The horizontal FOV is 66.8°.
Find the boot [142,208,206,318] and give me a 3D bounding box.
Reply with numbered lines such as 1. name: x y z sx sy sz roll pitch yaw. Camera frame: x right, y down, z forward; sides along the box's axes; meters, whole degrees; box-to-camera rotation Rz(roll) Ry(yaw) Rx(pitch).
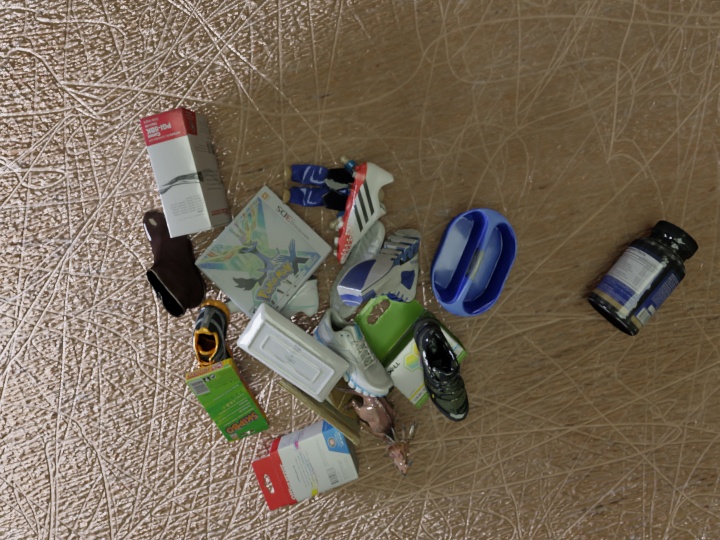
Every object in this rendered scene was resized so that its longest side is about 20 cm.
1. boot: -0.352 -0.019 0.995 0.071 0.167 0.204 -31 98 4

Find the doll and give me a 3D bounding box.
1. doll: -0.050 -0.149 1.040 0.192 0.049 0.142 4 101 -6

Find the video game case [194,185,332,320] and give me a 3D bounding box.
1. video game case: -0.180 -0.026 1.025 0.181 0.022 0.201 41 79 5

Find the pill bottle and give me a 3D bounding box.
1. pill bottle: 0.539 0.012 1.039 0.111 0.112 0.202 38 96 -6

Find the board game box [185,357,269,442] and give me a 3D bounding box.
1. board game box: -0.255 0.259 1.071 0.092 0.030 0.205 -18 125 1

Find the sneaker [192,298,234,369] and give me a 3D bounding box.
1. sneaker: -0.290 0.156 1.048 0.075 0.078 0.206 5 122 2

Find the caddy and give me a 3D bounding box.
1. caddy: 0.211 -0.017 1.033 0.137 0.105 0.206 21 98 -3

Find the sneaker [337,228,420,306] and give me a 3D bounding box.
1. sneaker: 0.054 0.023 1.004 0.198 0.079 0.119 -39 126 -34

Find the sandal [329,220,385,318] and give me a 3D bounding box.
1. sandal: 0.004 0.004 1.060 0.049 0.082 0.208 13 108 -45

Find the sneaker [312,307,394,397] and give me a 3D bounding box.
1. sneaker: -0.011 0.149 1.019 0.198 0.074 0.089 39 128 22

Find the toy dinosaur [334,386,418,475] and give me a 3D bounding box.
1. toy dinosaur: 0.040 0.276 1.036 0.086 0.135 0.202 -42 115 -14

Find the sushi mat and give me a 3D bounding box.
1. sushi mat: -0.075 0.264 1.076 0.198 0.096 0.012 39 97 -6

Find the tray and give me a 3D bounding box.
1. tray: -0.124 0.156 0.991 0.197 0.022 0.108 36 112 -8

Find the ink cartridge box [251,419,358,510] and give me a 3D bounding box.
1. ink cartridge box: -0.110 0.389 1.109 0.193 0.067 0.120 -21 98 2

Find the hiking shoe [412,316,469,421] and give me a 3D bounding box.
1. hiking shoe: 0.147 0.192 0.990 0.074 0.101 0.206 -23 98 3

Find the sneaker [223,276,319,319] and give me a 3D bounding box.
1. sneaker: -0.173 0.068 1.061 0.192 0.071 0.084 -10 101 0

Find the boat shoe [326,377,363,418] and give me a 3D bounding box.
1. boat shoe: -0.060 0.218 1.088 0.071 0.069 0.200 -50 116 -14

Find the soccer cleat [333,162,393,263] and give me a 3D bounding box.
1. soccer cleat: 0.003 -0.098 1.007 0.082 0.069 0.206 13 117 -8

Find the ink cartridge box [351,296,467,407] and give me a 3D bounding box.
1. ink cartridge box: 0.087 0.139 1.070 0.199 0.076 0.148 42 96 -8

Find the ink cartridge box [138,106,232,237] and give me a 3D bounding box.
1. ink cartridge box: -0.309 -0.172 0.984 0.080 0.147 0.208 -12 98 2
